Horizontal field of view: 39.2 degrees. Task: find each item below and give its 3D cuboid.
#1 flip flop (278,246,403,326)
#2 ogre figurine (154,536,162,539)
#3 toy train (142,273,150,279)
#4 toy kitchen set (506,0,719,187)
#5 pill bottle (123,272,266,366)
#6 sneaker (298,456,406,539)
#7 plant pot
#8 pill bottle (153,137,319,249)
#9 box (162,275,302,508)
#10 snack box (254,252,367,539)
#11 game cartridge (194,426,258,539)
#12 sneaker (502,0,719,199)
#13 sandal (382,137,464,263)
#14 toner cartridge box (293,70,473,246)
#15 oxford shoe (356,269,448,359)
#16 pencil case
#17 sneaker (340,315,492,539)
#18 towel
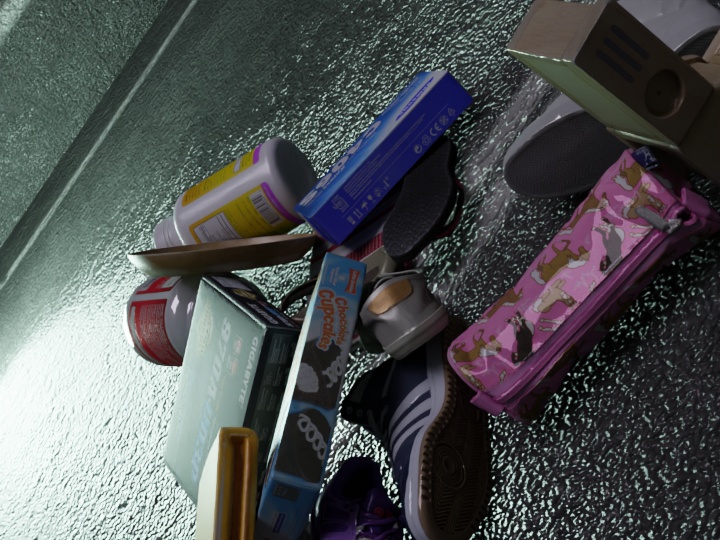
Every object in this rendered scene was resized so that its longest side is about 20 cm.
[{"bbox_3d":[-0.042,0.038,0.947,0.200,0.057,0.081,-39,33,31],"label":"flip flop"},{"bbox_3d":[-0.232,0.327,0.947,0.200,0.098,0.120,-48,37,41],"label":"ogre figurine"},{"bbox_3d":[-0.217,-0.005,1.346,0.200,0.056,0.151,-33,33,32],"label":"toy train"},{"bbox_3d":[0.241,-0.162,0.605,0.200,0.180,0.163,-59,27,3],"label":"toy kitchen set"},{"bbox_3d":[-0.186,0.055,1.155,0.200,0.112,0.113,-6,54,57],"label":"pill bottle"},{"bbox_3d":[0.001,0.200,0.694,0.084,0.080,0.200,-65,22,20],"label":"sneaker"},{"bbox_3d":[-0.143,-0.016,1.065,0.200,0.199,0.028,0,97,59],"label":"plant pot"},{"bbox_3d":[-0.150,-0.069,1.205,0.200,0.104,0.104,-27,37,24],"label":"pill bottle"},{"bbox_3d":[-0.123,0.122,0.952,0.159,0.046,0.201,31,109,56],"label":"box"},{"bbox_3d":[-0.039,0.098,0.755,0.116,0.037,0.200,111,173,-49],"label":"snack box"},{"bbox_3d":[-0.107,0.228,0.764,0.200,0.032,0.177,118,155,-65],"label":"game cartridge"},{"bbox_3d":[0.195,-0.143,0.793,0.200,0.074,0.116,-33,31,21],"label":"sneaker"},{"bbox_3d":[0.069,-0.063,0.946,0.075,0.045,0.200,-27,22,25],"label":"sandal"},{"bbox_3d":[0.020,-0.117,1.029,0.200,0.043,0.095,-47,17,-3],"label":"toner cartridge box"},{"bbox_3d":[0.026,0.030,0.805,0.075,0.058,0.200,-38,1,-4],"label":"oxford shoe"},{"bbox_3d":[0.147,0.013,0.681,0.200,0.086,0.083,-49,59,15],"label":"pencil case"},{"bbox_3d":[0.036,0.130,0.742,0.108,0.070,0.200,-32,28,31],"label":"sneaker"},{"bbox_3d":[0.000,0.000,1.008,0.144,0.023,0.201,-34,36,34],"label":"towel"}]
